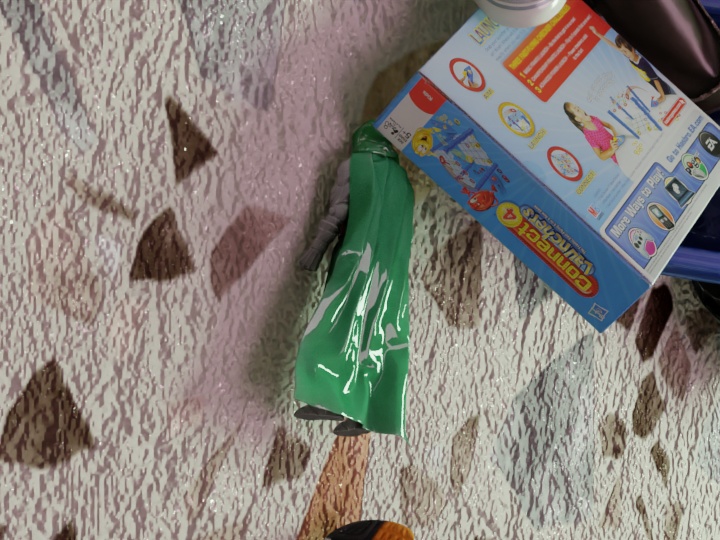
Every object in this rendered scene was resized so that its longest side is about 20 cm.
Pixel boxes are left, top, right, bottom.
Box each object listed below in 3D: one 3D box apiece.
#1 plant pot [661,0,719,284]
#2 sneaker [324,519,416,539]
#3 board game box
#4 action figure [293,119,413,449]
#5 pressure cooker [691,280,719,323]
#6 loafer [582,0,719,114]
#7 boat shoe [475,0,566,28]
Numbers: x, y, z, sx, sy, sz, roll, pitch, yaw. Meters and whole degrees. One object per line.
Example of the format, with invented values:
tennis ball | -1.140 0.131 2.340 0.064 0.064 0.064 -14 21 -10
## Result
plant pot | 0.268 -0.085 1.649 0.180 0.200 0.200 47 51 -80
sneaker | -0.017 0.250 1.403 0.200 0.076 0.092 -60 147 -21
board game box | 0.133 -0.086 1.466 0.196 0.056 0.200 42 39 0
action figure | 0.000 0.000 1.403 0.118 0.055 0.200 31 61 -51
pressure cooker | 0.378 0.007 1.859 0.176 0.179 0.200 -56 140 -7
loafer | 0.183 -0.188 1.542 0.073 0.200 0.071 -40 174 -1
boat shoe | 0.102 -0.247 1.471 0.072 0.070 0.201 78 12 -51
